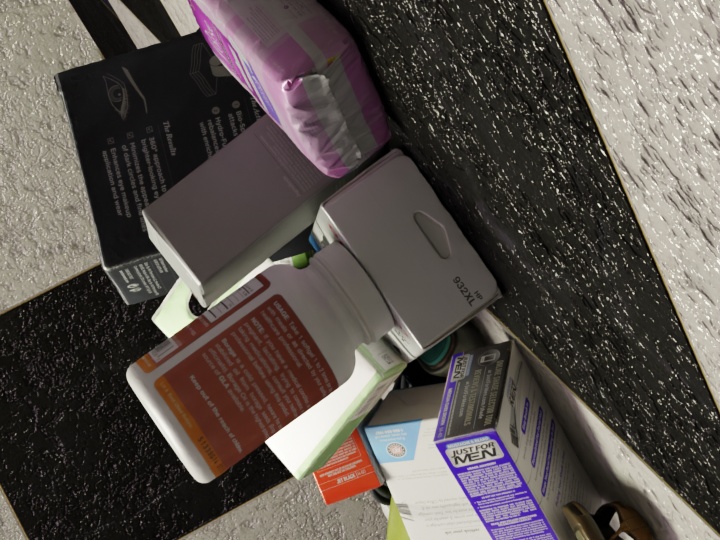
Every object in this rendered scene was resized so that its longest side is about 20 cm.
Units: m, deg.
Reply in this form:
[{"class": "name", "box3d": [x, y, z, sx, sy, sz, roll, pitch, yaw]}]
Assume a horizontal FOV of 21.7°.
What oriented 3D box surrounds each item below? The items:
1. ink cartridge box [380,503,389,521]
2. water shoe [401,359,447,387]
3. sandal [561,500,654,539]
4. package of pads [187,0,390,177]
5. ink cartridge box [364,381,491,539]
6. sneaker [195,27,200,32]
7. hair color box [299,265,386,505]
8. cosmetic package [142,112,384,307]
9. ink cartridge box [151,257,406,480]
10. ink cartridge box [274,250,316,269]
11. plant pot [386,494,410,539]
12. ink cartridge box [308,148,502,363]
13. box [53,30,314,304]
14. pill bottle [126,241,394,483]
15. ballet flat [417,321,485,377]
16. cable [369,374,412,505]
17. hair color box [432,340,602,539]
[{"class": "ink cartridge box", "box3d": [0.135, 0.286, 1.991, 0.200, 0.145, 0.085, 51, 172, 29]}, {"class": "water shoe", "box3d": [0.044, 0.084, 1.784, 0.201, 0.078, 0.072, -120, 33, -49]}, {"class": "sandal", "box3d": [0.220, 0.228, 1.561, 0.082, 0.054, 0.200, 58, -170, 31]}, {"class": "package of pads", "box3d": [-0.062, -0.175, 1.463, 0.200, 0.075, 0.121, 50, 169, 39]}, {"class": "ink cartridge box", "box3d": [0.097, 0.202, 1.702, 0.068, 0.115, 0.202, -52, -54, -52]}, {"class": "sneaker", "box3d": [-0.117, -0.171, 1.886, 0.081, 0.074, 0.200, 48, 172, 26]}, {"class": "hair color box", "box3d": [-0.034, 0.102, 1.725, 0.101, 0.061, 0.202, -40, -72, -75]}, {"class": "cosmetic package", "box3d": [-0.079, -0.067, 1.552, 0.090, 0.199, 0.107, 53, 169, 7]}, {"class": "ink cartridge box", "box3d": [-0.073, 0.062, 1.639, 0.200, 0.146, 0.048, 47, -146, 13]}, {"class": "ink cartridge box", "box3d": [-0.041, -0.013, 1.872, 0.200, 0.075, 0.149, -52, -45, -56]}, {"class": "plant pot", "box3d": [0.105, 0.218, 1.840, 0.187, 0.186, 0.201, 48, 156, 44]}, {"class": "ink cartridge box", "box3d": [0.033, -0.006, 1.569, 0.146, 0.083, 0.200, 55, 173, 3]}, {"class": "box", "box3d": [-0.152, -0.099, 1.710, 0.118, 0.198, 0.198, 75, 178, -72]}, {"class": "pill bottle", "box3d": [-0.076, 0.068, 1.489, 0.113, 0.199, 0.112, 53, 171, 12]}, {"class": "ballet flat", "box3d": [0.052, 0.036, 1.750, 0.063, 0.068, 0.200, 20, -158, -41]}, {"class": "cable", "box3d": [0.049, 0.147, 1.912, 0.050, 0.164, 0.201, 24, 155, 19]}, {"class": "hair color box", "box3d": [0.136, 0.171, 1.591, 0.201, 0.064, 0.110, 61, -152, -31]}]
